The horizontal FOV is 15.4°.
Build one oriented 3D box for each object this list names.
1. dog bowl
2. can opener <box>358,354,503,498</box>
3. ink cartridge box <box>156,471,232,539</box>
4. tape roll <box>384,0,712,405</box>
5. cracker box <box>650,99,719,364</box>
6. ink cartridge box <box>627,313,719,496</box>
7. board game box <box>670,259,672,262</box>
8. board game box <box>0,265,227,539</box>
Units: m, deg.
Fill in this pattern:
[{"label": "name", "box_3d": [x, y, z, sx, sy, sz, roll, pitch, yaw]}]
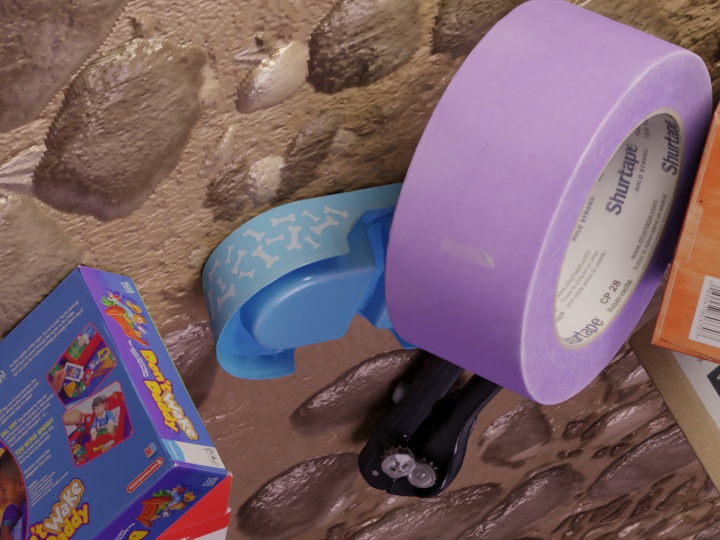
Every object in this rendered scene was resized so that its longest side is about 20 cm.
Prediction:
[{"label": "dog bowl", "box_3d": [0.000, 0.000, 1.502, 0.200, 0.050, 0.112, -12, 147, -29]}, {"label": "can opener", "box_3d": [0.061, 0.070, 1.675, 0.063, 0.079, 0.200, 25, 127, -9]}, {"label": "ink cartridge box", "box_3d": [-0.148, 0.166, 1.619, 0.116, 0.067, 0.200, -17, 149, -21]}, {"label": "tape roll", "box_3d": [0.101, -0.036, 1.397, 0.200, 0.085, 0.200, -47, 151, -37]}, {"label": "cracker box", "box_3d": [0.214, -0.045, 1.454, 0.200, 0.058, 0.134, -54, 158, -66]}, {"label": "ink cartridge box", "box_3d": [0.283, 0.050, 1.586, 0.200, 0.165, 0.075, -42, 149, 22]}, {"label": "board game box", "box_3d": [0.284, -0.028, 1.695, 0.134, 0.045, 0.200, -38, 150, 16]}, {"label": "board game box", "box_3d": [-0.176, 0.112, 1.438, 0.200, 0.135, 0.045, -42, 149, 23]}]
